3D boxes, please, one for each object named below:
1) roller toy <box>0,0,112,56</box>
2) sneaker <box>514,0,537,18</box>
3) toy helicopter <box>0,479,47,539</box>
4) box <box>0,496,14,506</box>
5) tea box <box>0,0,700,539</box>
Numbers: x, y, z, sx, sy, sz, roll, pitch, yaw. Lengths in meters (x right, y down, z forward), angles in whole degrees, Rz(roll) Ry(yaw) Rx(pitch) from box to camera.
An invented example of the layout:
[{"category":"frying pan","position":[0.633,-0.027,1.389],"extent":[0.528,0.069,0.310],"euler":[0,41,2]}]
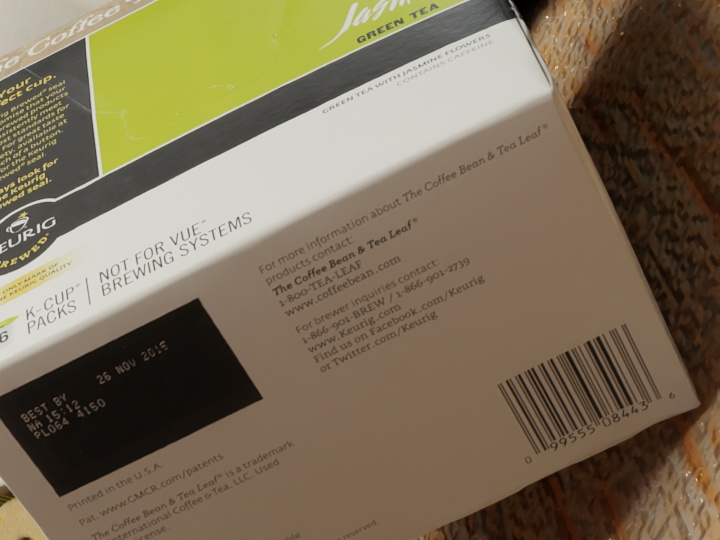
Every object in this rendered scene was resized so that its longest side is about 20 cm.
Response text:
[{"category":"roller toy","position":[-0.099,-0.162,1.035],"extent":[0.182,0.200,0.140],"euler":[-39,-12,-33]},{"category":"sneaker","position":[0.067,-0.160,0.822],"extent":[0.079,0.075,0.200],"euler":[60,136,43]},{"category":"toy helicopter","position":[-0.168,0.129,0.960],"extent":[0.200,0.079,0.133],"euler":[15,107,54]},{"category":"box","position":[-0.189,0.097,1.117],"extent":[0.200,0.158,0.048],"euler":[-39,38,55]},{"category":"tea box","position":[-0.023,-0.012,0.685],"extent":[0.200,0.134,0.197],"euler":[-25,34,7]}]
